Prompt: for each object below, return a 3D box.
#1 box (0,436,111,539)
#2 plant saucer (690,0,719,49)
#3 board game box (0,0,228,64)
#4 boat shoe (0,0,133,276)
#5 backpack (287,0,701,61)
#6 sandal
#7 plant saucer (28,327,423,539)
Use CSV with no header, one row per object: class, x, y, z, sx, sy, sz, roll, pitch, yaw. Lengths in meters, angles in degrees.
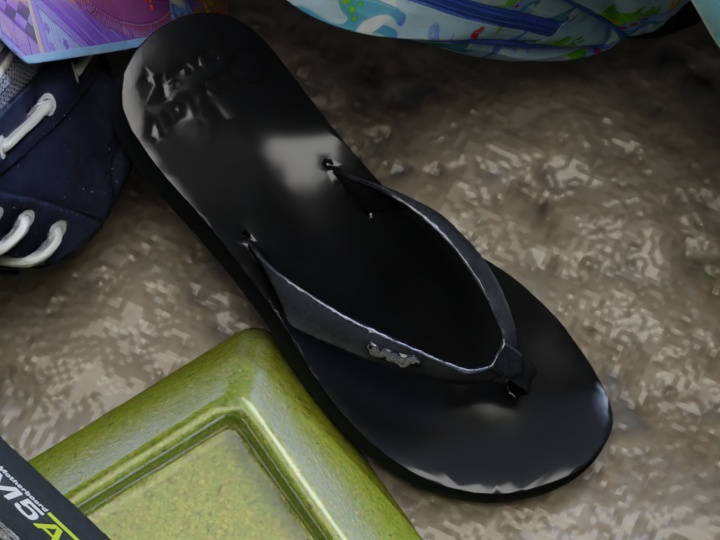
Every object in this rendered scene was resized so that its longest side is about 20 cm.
box,-0.110,0.167,0.793,0.200,0.047,0.193,40,110,14
plant saucer,0.132,-0.129,0.919,0.027,0.200,0.201,-24,65,25
board game box,-0.087,-0.152,0.911,0.039,0.200,0.158,-21,89,26
boat shoe,-0.126,-0.022,0.872,0.075,0.093,0.200,-13,32,33
backpack,0.030,-0.142,0.912,0.154,0.200,0.163,-43,75,6
sandal,-0.001,0.000,0.907,0.200,0.043,0.076,43,69,-5
plant saucer,-0.057,0.133,0.865,0.199,0.048,0.200,-31,71,-16
